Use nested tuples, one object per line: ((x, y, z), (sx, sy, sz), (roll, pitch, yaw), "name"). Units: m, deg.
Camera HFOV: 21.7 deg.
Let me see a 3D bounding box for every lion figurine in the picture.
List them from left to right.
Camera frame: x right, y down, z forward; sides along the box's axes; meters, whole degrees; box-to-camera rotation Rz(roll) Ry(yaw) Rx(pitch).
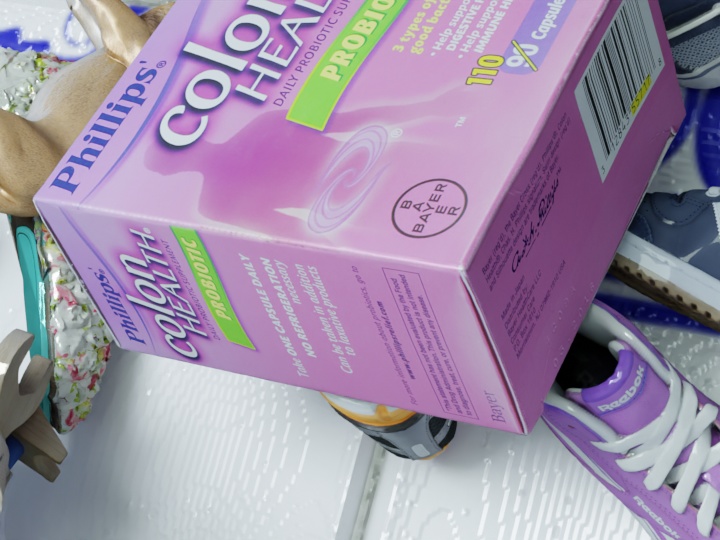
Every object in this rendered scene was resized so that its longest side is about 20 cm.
((-0.130, -0.075, 0.885), (0.200, 0.072, 0.123), (-38, 86, -20), "lion figurine")

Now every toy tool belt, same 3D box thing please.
((-0.194, 0.070, 0.838), (0.124, 0.200, 0.123), (30, 50, -5), "toy tool belt")

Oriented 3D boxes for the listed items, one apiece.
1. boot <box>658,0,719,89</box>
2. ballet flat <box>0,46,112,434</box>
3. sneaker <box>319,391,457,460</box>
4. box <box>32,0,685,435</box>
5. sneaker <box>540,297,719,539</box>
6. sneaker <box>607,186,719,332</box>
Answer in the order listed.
((0.185, -0.160, 0.785), (0.200, 0.090, 0.073), (-42, 48, 19), "boot")
((-0.142, -0.022, 0.918), (0.063, 0.076, 0.202), (-9, 73, -16), "ballet flat")
((0.000, 0.000, 0.850), (0.078, 0.077, 0.201), (-18, 50, 11), "sneaker")
((0.004, -0.047, 0.763), (0.199, 0.097, 0.176), (9, 53, 32), "box")
((0.130, 0.079, 0.747), (0.200, 0.114, 0.073), (37, 88, 26), "sneaker")
((0.183, -0.019, 0.777), (0.199, 0.070, 0.109), (26, 90, 20), "sneaker")
